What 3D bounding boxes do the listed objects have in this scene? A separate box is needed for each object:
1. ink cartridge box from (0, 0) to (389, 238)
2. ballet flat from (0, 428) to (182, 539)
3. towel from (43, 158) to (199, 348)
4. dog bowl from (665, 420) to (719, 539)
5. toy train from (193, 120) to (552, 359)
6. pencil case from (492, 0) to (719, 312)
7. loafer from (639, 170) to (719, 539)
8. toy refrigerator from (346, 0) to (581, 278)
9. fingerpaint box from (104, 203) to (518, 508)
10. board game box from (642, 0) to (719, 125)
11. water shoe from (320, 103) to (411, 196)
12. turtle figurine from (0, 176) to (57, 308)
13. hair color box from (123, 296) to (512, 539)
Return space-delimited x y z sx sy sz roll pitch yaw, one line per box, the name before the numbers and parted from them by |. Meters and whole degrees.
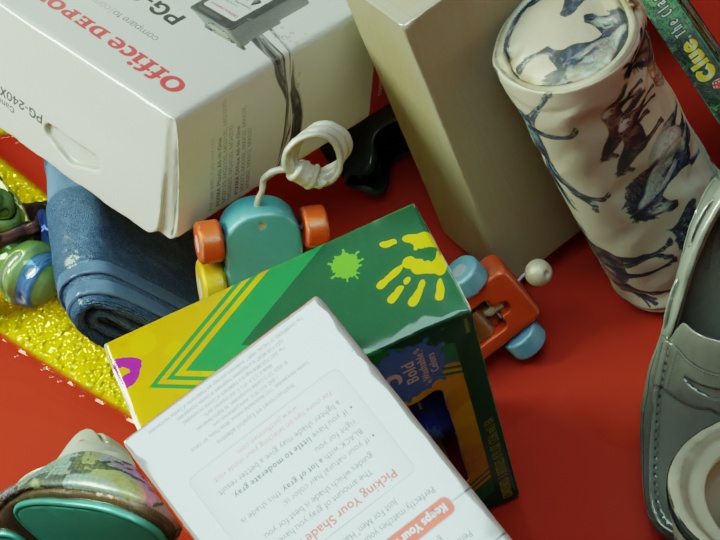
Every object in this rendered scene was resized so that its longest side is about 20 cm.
ink cartridge box | -0.083 -0.122 1.329 0.145 0.083 0.200 33 48 27
ballet flat | -0.156 0.123 1.262 0.200 0.069 0.071 -24 31 45
towel | -0.137 -0.042 1.383 0.048 0.112 0.200 -27 53 27
dog bowl | 0.240 0.142 1.160 0.200 0.074 0.200 3 26 -1
toy train | 0.000 0.000 1.309 0.150 0.200 0.056 -42 32 11
pencil case | 0.141 -0.067 1.284 0.089 0.200 0.078 -34 43 0
loafer | 0.180 0.043 1.246 0.070 0.070 0.200 8 90 12
toy refrigerator | 0.062 -0.094 1.315 0.076 0.200 0.070 -37 46 -12
fingerpaint box | -0.018 0.079 1.226 0.167 0.200 0.073 -24 57 -4
board game box | 0.192 -0.115 1.362 0.023 0.105 0.200 -34 55 10
water shoe | 0.069 -0.110 1.412 0.200 0.072 0.079 -29 62 4
turtle figurine | -0.275 -0.026 1.384 0.200 0.144 0.194 -40 56 -18
hair color box | 0.000 0.126 1.076 0.111 0.064 0.200 -37 76 -7
